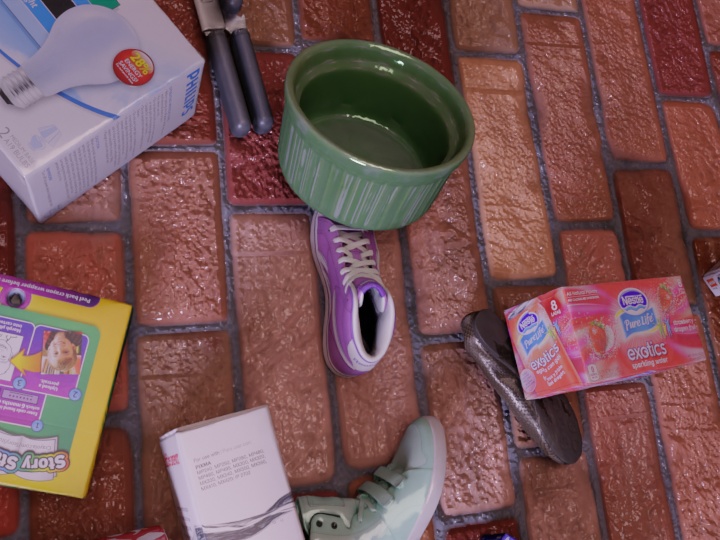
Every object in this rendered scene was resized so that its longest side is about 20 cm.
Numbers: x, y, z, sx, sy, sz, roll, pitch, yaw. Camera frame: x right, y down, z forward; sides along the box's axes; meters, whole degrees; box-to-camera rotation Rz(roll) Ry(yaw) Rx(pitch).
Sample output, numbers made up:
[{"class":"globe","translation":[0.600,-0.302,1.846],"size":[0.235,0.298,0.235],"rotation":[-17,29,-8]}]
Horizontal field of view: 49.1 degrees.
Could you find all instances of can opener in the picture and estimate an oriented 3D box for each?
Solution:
[{"class":"can opener","translation":[-0.139,-0.244,0.845],"size":[0.052,0.066,0.203],"rotation":[-12,85,-22]}]

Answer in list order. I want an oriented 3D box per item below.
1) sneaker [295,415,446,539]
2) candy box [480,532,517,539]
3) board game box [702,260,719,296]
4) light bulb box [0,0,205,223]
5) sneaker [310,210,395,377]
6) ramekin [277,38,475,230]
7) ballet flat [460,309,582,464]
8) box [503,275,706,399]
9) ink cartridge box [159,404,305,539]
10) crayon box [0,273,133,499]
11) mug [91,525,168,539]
[{"class":"sneaker","translation":[0.005,0.217,0.759],"size":[0.117,0.074,0.202],"rotation":[30,71,-16]},{"class":"candy box","translation":[0.157,0.386,0.756],"size":[0.168,0.077,0.201],"rotation":[30,69,3]},{"class":"board game box","translation":[0.536,-0.046,0.986],"size":[0.199,0.126,0.035],"rotation":[-34,87,-23]},{"class":"light bulb box","translation":[-0.287,-0.193,0.744],"size":[0.200,0.125,0.199],"rotation":[-41,91,-22]},{"class":"sneaker","translation":[0.001,0.000,0.798],"size":[0.072,0.114,0.203],"rotation":[-3,76,-18]},{"class":"ramekin","translation":[0.009,-0.137,0.813],"size":[0.197,0.098,0.202],"rotation":[11,48,-12]},{"class":"ballet flat","translation":[0.173,0.130,0.864],"size":[0.201,0.046,0.067],"rotation":[52,47,-6]},{"class":"box","translation":[0.267,0.070,0.858],"size":[0.198,0.094,0.104],"rotation":[-3,73,-33]},{"class":"ink cartridge box","translation":[-0.105,0.228,0.683],"size":[0.083,0.145,0.202],"rotation":[-13,80,-23]},{"class":"crayon box","translation":[-0.319,0.095,0.693],"size":[0.198,0.058,0.175],"rotation":[15,73,-14]},{"class":"mug","translation":[-0.253,0.302,0.645],"size":[0.198,0.179,0.134],"rotation":[-9,42,-25]}]
